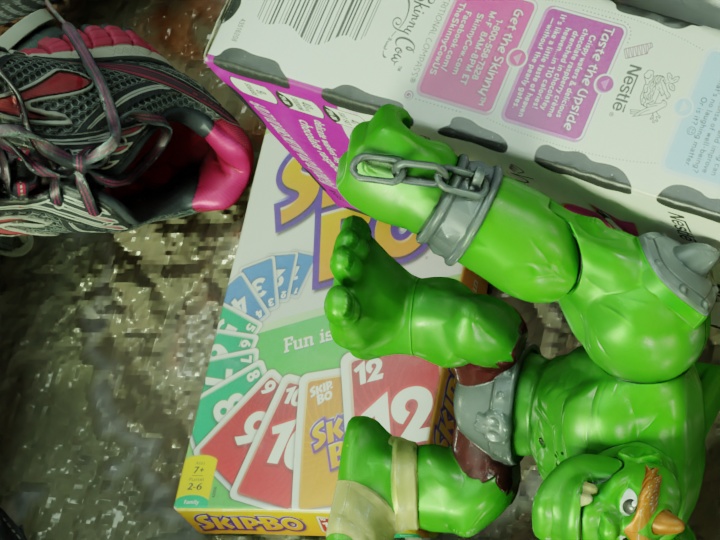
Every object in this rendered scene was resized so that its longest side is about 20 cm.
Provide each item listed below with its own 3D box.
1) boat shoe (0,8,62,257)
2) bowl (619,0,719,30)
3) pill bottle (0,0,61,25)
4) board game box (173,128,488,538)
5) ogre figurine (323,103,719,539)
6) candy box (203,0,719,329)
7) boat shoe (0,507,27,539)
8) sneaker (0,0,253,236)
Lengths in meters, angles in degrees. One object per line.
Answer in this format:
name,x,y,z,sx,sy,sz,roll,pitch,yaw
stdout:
boat shoe,-0.161,-0.013,1.142,0.062,0.073,0.200,34,65,-2
bowl,0.166,-0.130,0.982,0.199,0.075,0.200,-26,28,-14
pill bottle,-0.140,-0.156,1.182,0.199,0.106,0.107,-19,54,15
board game box,0.000,0.000,1.065,0.095,0.030,0.201,-1,58,26
ogre figurine,0.051,0.047,0.926,0.119,0.098,0.201,5,102,11
candy box,0.065,-0.042,0.964,0.199,0.136,0.061,17,77,25
boat shoe,-0.136,0.124,1.038,0.075,0.062,0.200,-45,36,2
sneaker,-0.123,-0.047,1.061,0.075,0.200,0.081,33,121,34
